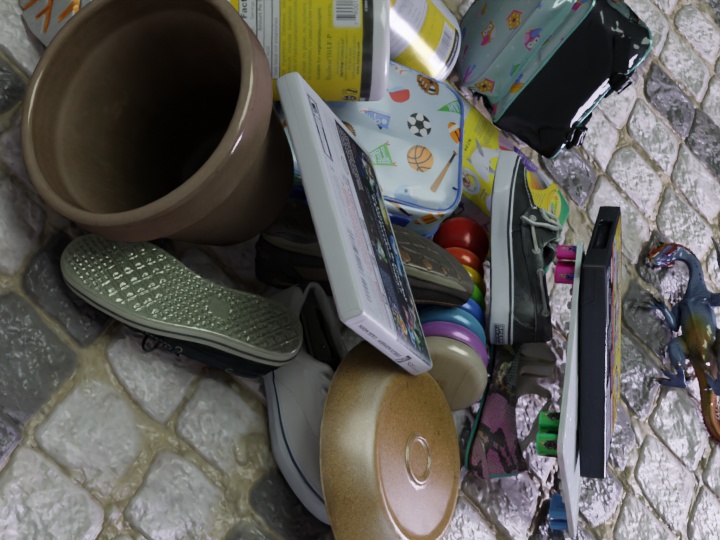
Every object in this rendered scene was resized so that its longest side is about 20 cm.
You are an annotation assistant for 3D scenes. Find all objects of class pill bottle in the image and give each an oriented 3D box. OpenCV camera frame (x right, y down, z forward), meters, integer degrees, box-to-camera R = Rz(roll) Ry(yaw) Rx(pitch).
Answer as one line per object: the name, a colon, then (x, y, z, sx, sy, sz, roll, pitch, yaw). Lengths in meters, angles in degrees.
pill bottle: (-0.076, -0.199, 1.270, 0.198, 0.112, 0.112, 1, 60, -3)
pill bottle: (0.005, -0.246, 1.399, 0.200, 0.111, 0.113, 37, 41, -51)

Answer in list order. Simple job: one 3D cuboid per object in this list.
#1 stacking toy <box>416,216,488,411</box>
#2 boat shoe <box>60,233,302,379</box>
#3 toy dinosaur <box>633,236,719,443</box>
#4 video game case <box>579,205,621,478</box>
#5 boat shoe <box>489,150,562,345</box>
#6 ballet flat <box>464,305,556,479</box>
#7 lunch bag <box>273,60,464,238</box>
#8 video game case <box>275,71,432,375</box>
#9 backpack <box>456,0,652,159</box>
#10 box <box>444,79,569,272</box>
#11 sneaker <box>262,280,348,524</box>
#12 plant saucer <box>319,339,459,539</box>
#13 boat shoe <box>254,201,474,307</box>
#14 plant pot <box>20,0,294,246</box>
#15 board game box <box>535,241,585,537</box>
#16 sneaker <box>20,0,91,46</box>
stacking toy: (0.083, 0.030, 1.384, 0.085, 0.085, 0.201, 36, 40, -20)
boat shoe: (-0.143, 0.033, 1.183, 0.198, 0.062, 0.075, 22, 53, -12)
toy dinosaur: (0.350, 0.058, 1.630, 0.182, 0.104, 0.202, -77, 158, -53)
video game case: (0.222, 0.062, 1.397, 0.181, 0.025, 0.202, -53, 143, -67)
boat shoe: (0.153, -0.024, 1.391, 0.067, 0.074, 0.201, 1, 53, 5)
ballet flat: (0.142, 0.103, 1.384, 0.070, 0.069, 0.201, 5, 53, 11)
lunch bag: (-0.005, -0.114, 1.358, 0.198, 0.076, 0.162, 14, 63, -16)
video game case: (-0.003, -0.032, 1.174, 0.182, 0.023, 0.202, 41, 31, -65)
backpack: (0.185, -0.234, 1.545, 0.153, 0.176, 0.200, 32, 21, -14)
box: (0.121, -0.087, 1.502, 0.200, 0.048, 0.118, 41, 45, -13)
sneaker: (-0.036, 0.104, 1.227, 0.073, 0.071, 0.202, -5, 69, -43)
plant saucer: (0.034, 0.154, 1.229, 0.200, 0.035, 0.203, 19, 67, -57)
boat shoe: (0.000, 0.000, 1.307, 0.198, 0.074, 0.075, 16, 26, -14)
plant pot: (-0.135, -0.102, 1.179, 0.174, 0.198, 0.202, 37, 38, -61)
board game box: (0.184, 0.108, 1.351, 0.201, 0.026, 0.202, 71, 26, -58)
sneaker: (-0.235, -0.266, 1.268, 0.077, 0.078, 0.202, 22, 53, -43)
